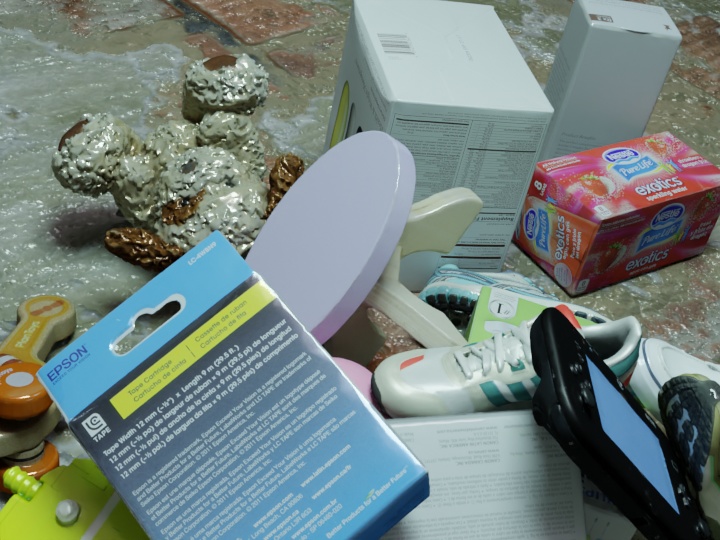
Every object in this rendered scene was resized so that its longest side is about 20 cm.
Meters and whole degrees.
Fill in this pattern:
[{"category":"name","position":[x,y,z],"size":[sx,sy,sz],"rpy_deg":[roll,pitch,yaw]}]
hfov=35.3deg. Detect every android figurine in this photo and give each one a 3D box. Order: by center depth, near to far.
[{"category":"android figurine","position":[-0.152,0.192,0.682],"size":[0.199,0.041,0.182],"rpy_deg":[30,66,15]}]

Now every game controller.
[{"category":"game controller","position":[0.168,0.109,0.726],"size":[0.200,0.042,0.105],"rpy_deg":[46,36,-35]}]

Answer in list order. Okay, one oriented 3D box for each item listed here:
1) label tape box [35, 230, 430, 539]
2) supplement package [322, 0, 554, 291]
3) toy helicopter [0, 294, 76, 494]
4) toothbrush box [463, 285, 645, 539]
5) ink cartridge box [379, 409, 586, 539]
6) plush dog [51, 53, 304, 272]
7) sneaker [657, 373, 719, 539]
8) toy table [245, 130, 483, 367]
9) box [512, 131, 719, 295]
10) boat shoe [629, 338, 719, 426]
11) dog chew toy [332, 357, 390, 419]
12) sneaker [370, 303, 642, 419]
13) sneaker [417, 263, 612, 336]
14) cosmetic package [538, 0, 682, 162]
[{"category":"label tape box","position":[-0.075,0.097,0.667],"size":[0.143,0.066,0.200],"rpy_deg":[-39,68,-11]},{"category":"supplement package","position":[0.058,-0.117,1.044],"size":[0.146,0.201,0.192],"rpy_deg":[2,39,-15]},{"category":"toy helicopter","position":[-0.265,0.073,0.826],"size":[0.131,0.080,0.200],"rpy_deg":[6,27,3]},{"category":"toothbrush box","position":[0.135,0.121,0.866],"size":[0.144,0.087,0.201],"rpy_deg":[18,37,2]},{"category":"ink cartridge box","position":[0.066,0.194,0.723],"size":[0.161,0.202,0.050],"rpy_deg":[-2,-4,-13]},{"category":"plush dog","position":[-0.136,-0.061,0.947],"size":[0.199,0.161,0.172],"rpy_deg":[-26,43,-8]},{"category":"sneaker","position":[0.271,0.122,0.811],"size":[0.088,0.200,0.077],"rpy_deg":[-24,52,6]},{"category":"toy table","position":[0.000,0.000,0.873],"size":[0.117,0.200,0.185],"rpy_deg":[25,29,-40]},{"category":"box","position":[0.261,-0.061,1.125],"size":[0.199,0.096,0.100],"rpy_deg":[-15,46,-33]},{"category":"boat shoe","position":[0.289,0.100,0.885],"size":[0.199,0.067,0.074],"rpy_deg":[32,40,-29]},{"category":"dog chew toy","position":[-0.031,0.117,0.798],"size":[0.199,0.125,0.125],"rpy_deg":[-1,39,-32]},{"category":"sneaker","position":[0.106,0.059,0.784],"size":[0.198,0.094,0.071],"rpy_deg":[3,40,-20]},{"category":"sneaker","position":[0.149,0.036,0.987],"size":[0.198,0.078,0.087],"rpy_deg":[16,34,2]},{"category":"cosmetic package","position":[0.248,-0.179,1.183],"size":[0.101,0.201,0.074],"rpy_deg":[7,38,-11]}]
